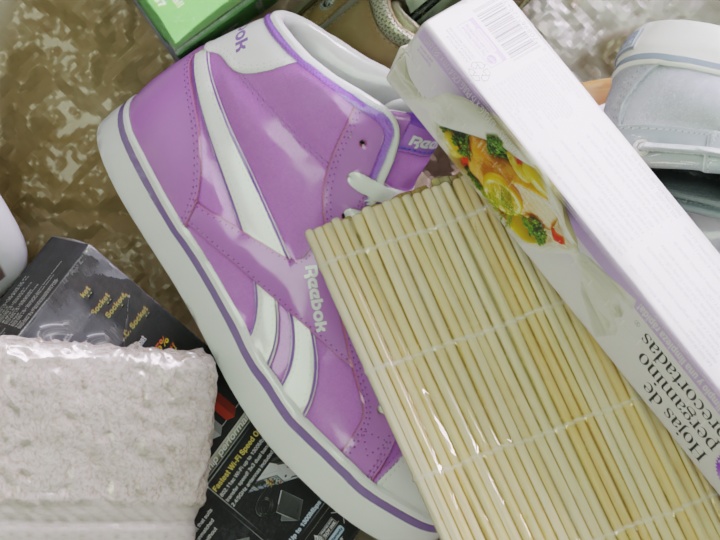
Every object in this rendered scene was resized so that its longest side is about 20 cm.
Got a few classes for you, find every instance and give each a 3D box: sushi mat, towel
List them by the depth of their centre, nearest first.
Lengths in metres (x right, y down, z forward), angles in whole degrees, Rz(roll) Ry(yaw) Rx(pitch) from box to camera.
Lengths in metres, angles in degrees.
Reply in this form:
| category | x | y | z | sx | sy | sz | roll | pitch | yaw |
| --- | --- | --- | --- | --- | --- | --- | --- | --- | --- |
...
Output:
| category | x | y | z | sx | sy | sz | roll | pitch | yaw |
| --- | --- | --- | --- | --- | --- | --- | --- | --- | --- |
| sushi mat | 0.062 | 0.055 | 0.943 | 0.095 | 0.012 | 0.200 | -22 | 72 | -7 |
| towel | -0.146 | 0.084 | 0.953 | 0.200 | 0.034 | 0.133 | 5 | 92 | -24 |

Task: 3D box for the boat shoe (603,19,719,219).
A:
| category | x | y | z | sx | sy | sz | roll | pitch | yaw |
| --- | --- | --- | --- | --- | --- | --- | --- | --- | --- |
| boat shoe | 0.178 | -0.025 | 0.963 | 0.200 | 0.070 | 0.072 | 18 | 72 | 8 |

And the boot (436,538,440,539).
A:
| category | x | y | z | sx | sy | sz | roll | pitch | yaw |
| --- | --- | --- | --- | --- | --- | --- | --- | --- | --- |
| boot | 0.079 | 0.151 | 1.053 | 0.199 | 0.072 | 0.145 | -5 | 88 | 5 |

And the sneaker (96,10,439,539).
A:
| category | x | y | z | sx | sy | sz | roll | pitch | yaw |
| --- | --- | --- | --- | --- | --- | --- | --- | --- | --- |
| sneaker | 0.000 | 0.000 | 1.004 | 0.114 | 0.073 | 0.201 | -32 | 95 | 21 |

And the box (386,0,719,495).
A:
| category | x | y | z | sx | sy | sz | roll | pitch | yaw |
| --- | --- | --- | --- | --- | --- | --- | --- | --- | --- |
| box | 0.087 | -0.008 | 0.939 | 0.041 | 0.039 | 0.200 | -33 | 79 | -32 |

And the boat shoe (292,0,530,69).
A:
| category | x | y | z | sx | sy | sz | roll | pitch | yaw |
| --- | --- | --- | --- | --- | --- | --- | --- | --- | --- |
| boat shoe | 0.009 | -0.089 | 1.049 | 0.072 | 0.076 | 0.200 | 40 | 91 | 0 |

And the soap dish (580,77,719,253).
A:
| category | x | y | z | sx | sy | sz | roll | pitch | yaw |
| --- | --- | --- | --- | --- | --- | --- | --- | --- | --- |
| soap dish | 0.162 | 0.018 | 1.044 | 0.157 | 0.081 | 0.201 | -10 | 90 | 1 |

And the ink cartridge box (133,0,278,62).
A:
| category | x | y | z | sx | sy | sz | roll | pitch | yaw |
| --- | --- | --- | --- | --- | --- | --- | --- | --- | --- |
| ink cartridge box | -0.029 | -0.194 | 1.045 | 0.200 | 0.084 | 0.146 | -35 | 90 | -1 |

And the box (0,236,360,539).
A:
| category | x | y | z | sx | sy | sz | roll | pitch | yaw |
| --- | --- | --- | --- | --- | --- | --- | --- | --- | --- |
| box | -0.111 | 0.113 | 1.017 | 0.158 | 0.050 | 0.200 | 41 | 77 | -22 |

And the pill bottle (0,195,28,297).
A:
| category | x | y | z | sx | sy | sz | roll | pitch | yaw |
| --- | --- | --- | --- | --- | --- | --- | --- | --- | --- |
| pill bottle | -0.230 | 0.015 | 1.019 | 0.200 | 0.109 | 0.109 | -38 | 89 | -12 |
